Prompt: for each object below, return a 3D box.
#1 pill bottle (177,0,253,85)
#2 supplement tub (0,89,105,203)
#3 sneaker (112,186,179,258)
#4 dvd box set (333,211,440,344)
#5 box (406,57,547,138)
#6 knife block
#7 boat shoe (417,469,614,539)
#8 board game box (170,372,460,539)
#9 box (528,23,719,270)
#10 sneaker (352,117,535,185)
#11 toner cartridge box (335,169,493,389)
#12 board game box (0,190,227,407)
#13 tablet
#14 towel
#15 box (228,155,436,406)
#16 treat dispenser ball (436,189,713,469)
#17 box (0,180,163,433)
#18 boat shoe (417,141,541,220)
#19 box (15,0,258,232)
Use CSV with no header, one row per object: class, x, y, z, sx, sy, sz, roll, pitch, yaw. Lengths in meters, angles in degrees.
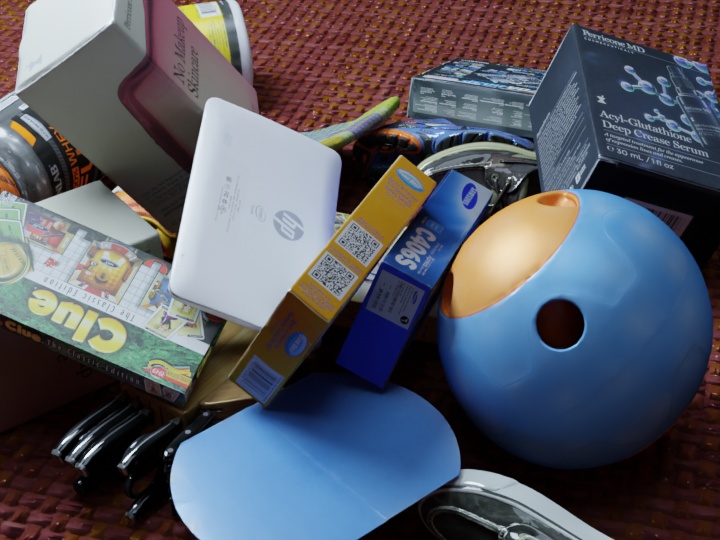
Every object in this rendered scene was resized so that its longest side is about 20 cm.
pill bottle,-0.227,-0.235,1.476,0.198,0.115,0.115,-11,34,-12
supplement tub,-0.322,-0.115,1.293,0.121,0.124,0.200,13,37,21
sneaker,-0.148,-0.040,1.234,0.197,0.073,0.078,-5,48,9
dvd box set,0.000,0.000,1.121,0.198,0.030,0.147,11,31,-16
box,0.168,-0.184,1.403,0.198,0.047,0.159,11,20,19
knife block,-0.146,0.101,1.007,0.173,0.065,0.201,-6,34,-8
boat shoe,0.114,0.193,0.848,0.198,0.071,0.064,22,39,29
board game box,-0.031,0.145,0.904,0.199,0.039,0.157,-26,39,-31
box,0.248,-0.109,1.197,0.147,0.108,0.201,13,42,-14
sneaker,0.094,-0.124,1.329,0.198,0.076,0.079,11,32,16
toner cartridge box,0.045,0.001,1.012,0.043,0.096,0.200,29,30,5
board game box,-0.201,0.019,0.978,0.198,0.024,0.105,23,53,0
tablet,-0.078,-0.040,1.041,0.129,0.014,0.202,22,51,-21
towel,-0.057,-0.122,1.305,0.143,0.023,0.200,-16,13,38
box,-0.013,0.000,0.966,0.041,0.119,0.200,39,47,2
treat dispenser ball,0.154,0.042,0.954,0.198,0.203,0.202,-2,33,1
box,-0.265,0.033,1.061,0.199,0.129,0.109,-24,40,-29
boat shoe,0.148,-0.079,1.255,0.197,0.074,0.065,-3,28,-2
box,-0.186,-0.155,1.135,0.108,0.200,0.129,-29,41,19
